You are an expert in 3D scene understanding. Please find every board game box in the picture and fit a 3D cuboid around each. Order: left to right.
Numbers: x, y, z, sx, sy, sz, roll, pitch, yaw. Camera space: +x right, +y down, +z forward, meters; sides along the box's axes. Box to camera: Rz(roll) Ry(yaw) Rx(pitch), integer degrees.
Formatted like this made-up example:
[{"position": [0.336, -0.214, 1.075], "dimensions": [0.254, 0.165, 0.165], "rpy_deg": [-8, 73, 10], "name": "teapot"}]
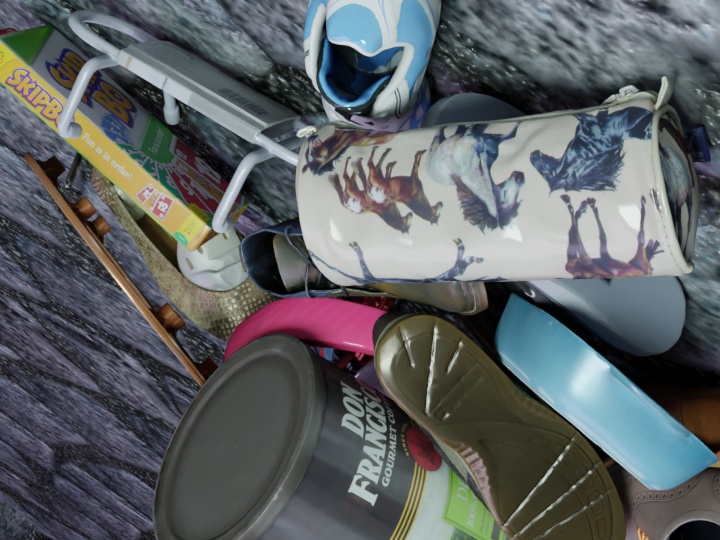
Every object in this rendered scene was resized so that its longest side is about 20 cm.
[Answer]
[{"position": [-0.164, -0.094, 1.223], "dimensions": [0.200, 0.030, 0.096], "rpy_deg": [39, -163, 2], "name": "board game box"}]

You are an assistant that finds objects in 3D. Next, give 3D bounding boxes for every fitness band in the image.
[{"position": [-0.009, 0.065, 1.201], "dimensions": [0.143, 0.038, 0.200], "rpy_deg": [26, 157, -14], "name": "fitness band"}]

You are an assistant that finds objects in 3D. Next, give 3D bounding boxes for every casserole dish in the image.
[{"position": [0.127, 0.069, 1.045], "dimensions": [0.121, 0.039, 0.200], "rpy_deg": [40, 180, -9], "name": "casserole dish"}]

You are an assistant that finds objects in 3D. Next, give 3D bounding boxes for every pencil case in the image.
[{"position": [0.062, -0.039, 0.897], "dimensions": [0.199, 0.090, 0.078], "rpy_deg": [-3, 175, 25], "name": "pencil case"}]

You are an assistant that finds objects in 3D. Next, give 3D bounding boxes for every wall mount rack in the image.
[{"position": [-0.092, -0.087, 1.164], "dimensions": [0.200, 0.075, 0.174], "rpy_deg": [31, -161, 13], "name": "wall mount rack"}]

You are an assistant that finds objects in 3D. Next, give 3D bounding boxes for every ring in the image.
[{"position": [-0.150, 0.001, 1.223], "dimensions": [0.201, 0.019, 0.200], "rpy_deg": [51, 175, 6], "name": "ring"}]

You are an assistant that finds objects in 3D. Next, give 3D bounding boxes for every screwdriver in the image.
[{"position": [-0.183, -0.079, 1.234], "dimensions": [0.028, 0.029, 0.200], "rpy_deg": [37, -162, -13], "name": "screwdriver"}]

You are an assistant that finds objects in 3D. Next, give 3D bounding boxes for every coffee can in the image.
[{"position": [-0.003, 0.147, 1.140], "dimensions": [0.200, 0.147, 0.146], "rpy_deg": [33, 164, -30], "name": "coffee can"}]

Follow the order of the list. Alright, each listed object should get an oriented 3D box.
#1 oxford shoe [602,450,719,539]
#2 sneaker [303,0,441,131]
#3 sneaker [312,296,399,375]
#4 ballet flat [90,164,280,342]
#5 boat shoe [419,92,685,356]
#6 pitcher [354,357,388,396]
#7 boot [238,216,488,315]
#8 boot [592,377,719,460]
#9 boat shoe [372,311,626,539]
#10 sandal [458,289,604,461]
[{"position": [0.181, 0.145, 1.098], "dimensions": [0.071, 0.073, 0.200], "rpy_deg": [48, 151, -12], "name": "oxford shoe"}, {"position": [0.000, -0.101, 0.964], "dimensions": [0.072, 0.073, 0.200], "rpy_deg": [30, 162, 9], "name": "sneaker"}, {"position": [-0.029, 0.026, 1.309], "dimensions": [0.095, 0.079, 0.200], "rpy_deg": [33, 161, 11], "name": "sneaker"}, {"position": [-0.123, -0.028, 1.298], "dimensions": [0.200, 0.070, 0.065], "rpy_deg": [44, 156, 23], "name": "ballet flat"}, {"position": [0.093, -0.022, 1.016], "dimensions": [0.200, 0.070, 0.066], "rpy_deg": [36, 161, -28], "name": "boat shoe"}, {"position": [0.083, 0.140, 1.346], "dimensions": [0.200, 0.121, 0.172], "rpy_deg": [42, 167, 9], "name": "pitcher"}, {"position": [0.000, 0.000, 1.081], "dimensions": [0.200, 0.097, 0.075], "rpy_deg": [-151, 42, -68], "name": "boot"}, {"position": [0.254, 0.129, 1.131], "dimensions": [0.189, 0.068, 0.200], "rpy_deg": [55, 151, -16], "name": "boot"}, {"position": [0.081, 0.093, 1.094], "dimensions": [0.200, 0.073, 0.065], "rpy_deg": [50, -176, -18], "name": "boat shoe"}, {"position": [0.109, 0.096, 1.201], "dimensions": [0.200, 0.054, 0.080], "rpy_deg": [56, -171, -20], "name": "sandal"}]
